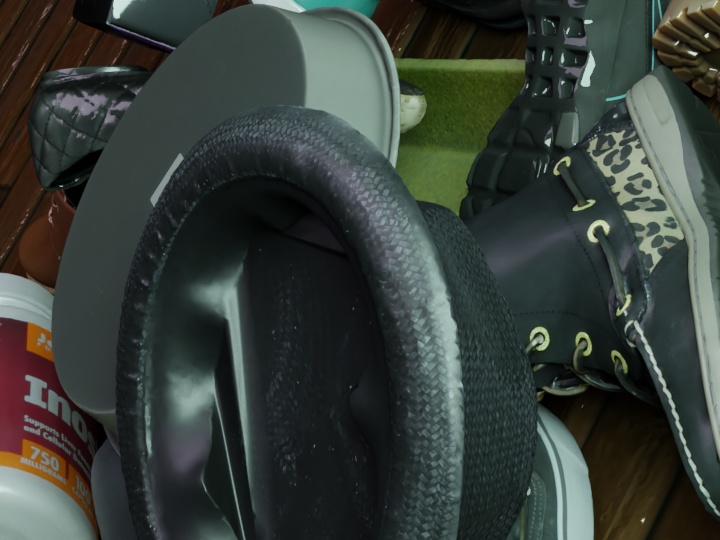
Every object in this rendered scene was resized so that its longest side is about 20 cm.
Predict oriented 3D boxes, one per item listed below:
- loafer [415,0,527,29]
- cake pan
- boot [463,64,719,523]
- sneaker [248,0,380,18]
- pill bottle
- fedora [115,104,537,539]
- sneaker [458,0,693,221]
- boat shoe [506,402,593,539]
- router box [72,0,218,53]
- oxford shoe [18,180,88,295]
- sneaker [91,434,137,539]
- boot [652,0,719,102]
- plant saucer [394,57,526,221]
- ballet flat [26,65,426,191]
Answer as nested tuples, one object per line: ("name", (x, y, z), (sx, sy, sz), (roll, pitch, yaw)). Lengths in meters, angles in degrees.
("loafer", (0.046, -0.158, 1.147), (0.200, 0.062, 0.073), (13, 90, 67))
("cake pan", (-0.060, -0.019, 0.934), (0.200, 0.037, 0.202), (-37, 39, 38))
("boot", (0.076, 0.034, 0.841), (0.153, 0.073, 0.205), (-31, 39, 21))
("sneaker", (-0.002, -0.192, 1.105), (0.121, 0.083, 0.201), (-51, 24, 24))
("pill bottle", (-0.189, 0.090, 1.204), (0.113, 0.113, 0.201), (-43, 29, 20))
("fedora", (-0.001, 0.046, 0.796), (0.200, 0.091, 0.203), (4, 96, 49))
("sneaker", (0.099, -0.063, 0.963), (0.075, 0.079, 0.202), (13, 90, 56))
("boat shoe", (0.045, 0.105, 0.859), (0.069, 0.056, 0.201), (-42, 29, 24))
("router box", (-0.077, -0.204, 1.119), (0.149, 0.051, 0.202), (-149, 76, -75))
("oxford shoe", (-0.148, -0.033, 1.335), (0.199, 0.071, 0.072), (-16, 47, 54))
("sneaker", (-0.055, 0.029, 0.985), (0.106, 0.075, 0.201), (-23, 41, 42))
("boot", (0.196, -0.127, 0.874), (0.108, 0.075, 0.199), (-58, 25, -18))
("plant saucer", (0.000, 0.000, 1.072), (0.201, 0.048, 0.199), (-60, 26, -10))
("ballet flat", (-0.061, -0.067, 1.083), (0.198, 0.066, 0.057), (-1, 90, 25))
